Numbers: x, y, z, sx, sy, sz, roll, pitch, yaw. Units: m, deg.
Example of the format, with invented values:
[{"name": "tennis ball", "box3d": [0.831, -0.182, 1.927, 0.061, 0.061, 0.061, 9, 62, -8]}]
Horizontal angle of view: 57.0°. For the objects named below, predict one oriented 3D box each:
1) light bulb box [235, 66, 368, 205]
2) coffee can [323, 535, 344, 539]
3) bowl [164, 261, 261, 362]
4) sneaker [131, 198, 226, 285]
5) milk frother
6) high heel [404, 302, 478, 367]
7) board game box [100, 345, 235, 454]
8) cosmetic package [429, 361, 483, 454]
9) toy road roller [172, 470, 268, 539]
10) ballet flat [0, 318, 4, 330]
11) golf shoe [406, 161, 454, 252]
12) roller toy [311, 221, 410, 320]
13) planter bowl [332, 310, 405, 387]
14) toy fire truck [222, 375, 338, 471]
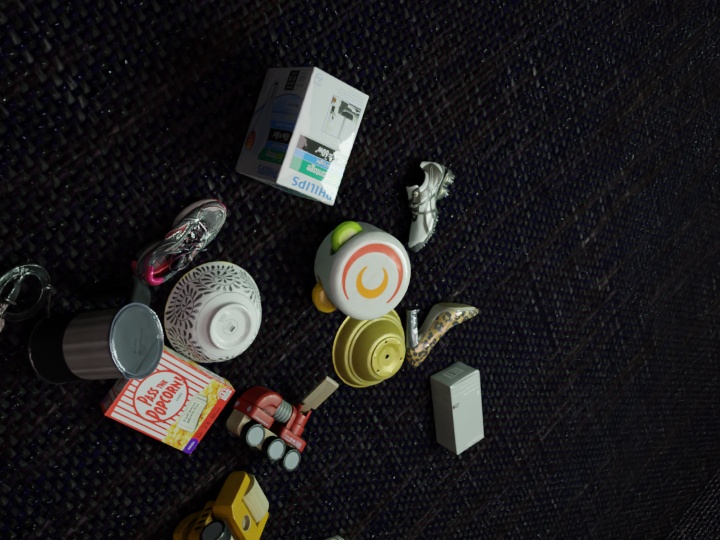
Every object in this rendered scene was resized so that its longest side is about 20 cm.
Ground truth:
[{"name": "light bulb box", "box3d": [-0.110, -0.243, 1.192, 0.123, 0.197, 0.204, 18, 93, -35]}, {"name": "coffee can", "box3d": [-0.120, 0.705, 1.498, 0.197, 0.146, 0.150, -7, 108, -33]}, {"name": "bowl", "box3d": [-0.260, 0.093, 1.252, 0.198, 0.094, 0.205, -11, 110, -33]}, {"name": "sneaker", "box3d": [-0.313, -0.046, 1.185, 0.200, 0.074, 0.081, -47, 125, -15]}, {"name": "milk frother", "box3d": [-0.444, 0.080, 1.038, 0.199, 0.185, 0.184, 26, 60, -61]}, {"name": "high heel", "box3d": [0.194, 0.155, 1.598, 0.196, 0.071, 0.146, -4, 102, -19]}, {"name": "board game box", "box3d": [-0.359, 0.238, 1.249, 0.199, 0.046, 0.153, 38, 86, -36]}, {"name": "cosmetic package", "box3d": [0.247, 0.349, 1.688, 0.106, 0.090, 0.204, -23, 113, -30]}, {"name": "toy road roller", "box3d": [-0.291, 0.522, 1.361, 0.201, 0.143, 0.125, -63, 139, -52]}, {"name": "ballet flat", "box3d": [-0.598, 0.014, 1.010, 0.071, 0.071, 0.203, -30, 118, -24]}, {"name": "golf shoe", "box3d": [0.131, -0.146, 1.479, 0.093, 0.078, 0.204, 19, 91, -19]}, {"name": "roller toy", "box3d": [0.000, 0.000, 1.378, 0.179, 0.140, 0.204, 8, 102, -25]}, {"name": "planter bowl", "box3d": [0.040, 0.182, 1.495, 0.197, 0.083, 0.205, -11, 110, -31]}, {"name": "toy fire truck", "box3d": [-0.156, 0.290, 1.377, 0.176, 0.127, 0.202, 45, 66, -35]}]
